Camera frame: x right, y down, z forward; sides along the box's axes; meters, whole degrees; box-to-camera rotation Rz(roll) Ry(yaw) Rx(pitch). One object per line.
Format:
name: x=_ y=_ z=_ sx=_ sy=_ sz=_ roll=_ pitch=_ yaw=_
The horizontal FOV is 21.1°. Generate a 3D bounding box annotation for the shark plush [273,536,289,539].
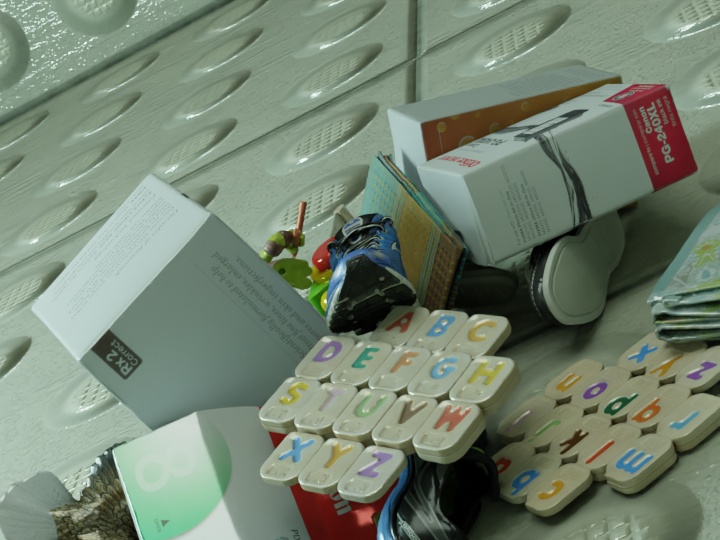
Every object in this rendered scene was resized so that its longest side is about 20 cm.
shark plush: x=-0.118 y=0.269 z=1.372 sx=0.199 sy=0.084 sz=0.091 roll=-28 pitch=19 yaw=8

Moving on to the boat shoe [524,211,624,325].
boat shoe: x=0.172 y=-0.004 z=1.639 sx=0.060 sy=0.074 sz=0.200 roll=-20 pitch=19 yaw=27

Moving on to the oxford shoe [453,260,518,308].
oxford shoe: x=0.070 y=0.003 z=1.761 sx=0.199 sy=0.075 sz=0.058 roll=-5 pitch=68 yaw=56

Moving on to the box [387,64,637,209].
box: x=0.140 y=-0.104 z=1.771 sx=0.198 sy=0.125 sz=0.097 roll=-15 pitch=16 yaw=-14

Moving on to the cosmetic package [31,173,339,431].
cosmetic package: x=-0.153 y=0.044 z=1.647 sx=0.165 sy=0.165 sz=0.200 roll=-49 pitch=24 yaw=-5

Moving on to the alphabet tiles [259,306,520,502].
alphabet tiles: x=0.018 y=0.093 z=1.432 sx=0.199 sy=0.015 sz=0.196 roll=5 pitch=42 yaw=43

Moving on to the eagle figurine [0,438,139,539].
eagle figurine: x=-0.176 y=0.213 z=1.542 sx=0.199 sy=0.153 sz=0.150 roll=-20 pitch=1 yaw=42

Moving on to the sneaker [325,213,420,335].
sneaker: x=0.000 y=0.000 z=1.570 sx=0.078 sy=0.090 sz=0.200 roll=-20 pitch=-6 yaw=1

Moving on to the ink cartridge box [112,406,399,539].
ink cartridge box: x=-0.072 y=0.169 z=1.458 sx=0.199 sy=0.050 sz=0.162 roll=-25 pitch=55 yaw=0

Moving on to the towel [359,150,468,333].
towel: x=0.038 y=0.000 z=1.704 sx=0.022 sy=0.148 sz=0.200 roll=3 pitch=25 yaw=-24

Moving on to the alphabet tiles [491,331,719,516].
alphabet tiles: x=0.182 y=0.112 z=1.425 sx=0.195 sy=0.015 sz=0.200 roll=-36 pitch=20 yaw=-17

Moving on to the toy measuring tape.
toy measuring tape: x=-0.008 y=-0.020 z=1.937 sx=0.073 sy=0.074 sz=0.200 roll=-23 pitch=26 yaw=21

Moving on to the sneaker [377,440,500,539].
sneaker: x=0.068 y=0.144 z=1.419 sx=0.082 sy=0.071 sz=0.200 roll=-18 pitch=35 yaw=27

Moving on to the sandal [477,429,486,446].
sandal: x=0.007 y=0.147 z=1.554 sx=0.199 sy=0.043 sz=0.076 roll=-23 pitch=20 yaw=22

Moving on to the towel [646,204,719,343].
towel: x=0.324 y=-0.013 z=1.471 sx=0.170 sy=0.048 sz=0.200 roll=-11 pitch=23 yaw=36

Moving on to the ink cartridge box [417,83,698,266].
ink cartridge box: x=0.164 y=-0.085 z=1.648 sx=0.199 sy=0.084 sz=0.145 roll=-23 pitch=11 yaw=-11

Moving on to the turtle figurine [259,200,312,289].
turtle figurine: x=-0.098 y=0.011 z=1.924 sx=0.201 sy=0.064 sz=0.161 roll=-58 pitch=18 yaw=-8
